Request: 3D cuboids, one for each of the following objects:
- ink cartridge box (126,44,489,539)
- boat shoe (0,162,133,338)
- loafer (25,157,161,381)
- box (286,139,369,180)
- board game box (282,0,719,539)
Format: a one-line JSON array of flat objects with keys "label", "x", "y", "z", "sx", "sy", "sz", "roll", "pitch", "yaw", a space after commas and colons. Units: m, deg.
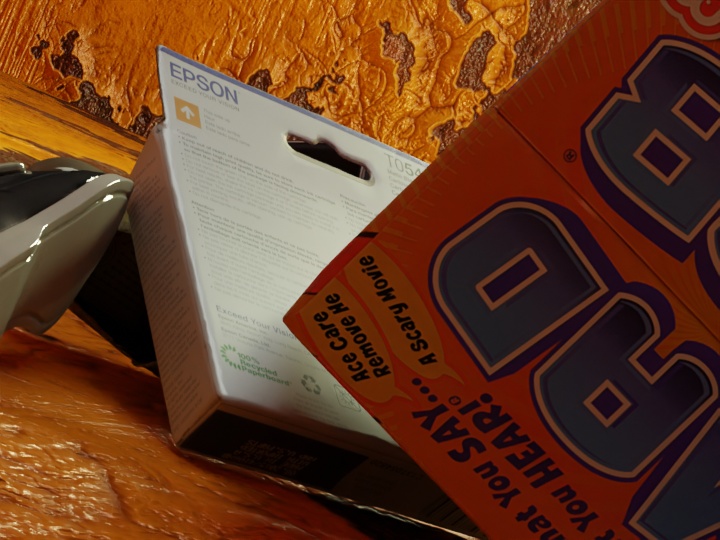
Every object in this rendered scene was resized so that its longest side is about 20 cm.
[{"label": "ink cartridge box", "x": -0.011, "y": 0.014, "z": 0.899, "sx": 0.199, "sy": 0.041, "sz": 0.201, "roll": 22, "pitch": 39, "yaw": -35}, {"label": "boat shoe", "x": -0.143, "y": -0.008, "z": 0.778, "sx": 0.060, "sy": 0.074, "sz": 0.200, "roll": 28, "pitch": 20, "yaw": 5}, {"label": "loafer", "x": -0.076, "y": 0.022, "z": 0.927, "sx": 0.199, "sy": 0.076, "sz": 0.068, "roll": 26, "pitch": 19, "yaw": -17}, {"label": "box", "x": 0.000, "y": 0.000, "z": 1.177, "sx": 0.148, "sy": 0.108, "sz": 0.200, "roll": 4, "pitch": -11, "yaw": 39}, {"label": "board game box", "x": 0.115, "y": 0.013, "z": 0.755, "sx": 0.200, "sy": 0.200, "sz": 0.200, "roll": 46, "pitch": 4, "yaw": -1}]
